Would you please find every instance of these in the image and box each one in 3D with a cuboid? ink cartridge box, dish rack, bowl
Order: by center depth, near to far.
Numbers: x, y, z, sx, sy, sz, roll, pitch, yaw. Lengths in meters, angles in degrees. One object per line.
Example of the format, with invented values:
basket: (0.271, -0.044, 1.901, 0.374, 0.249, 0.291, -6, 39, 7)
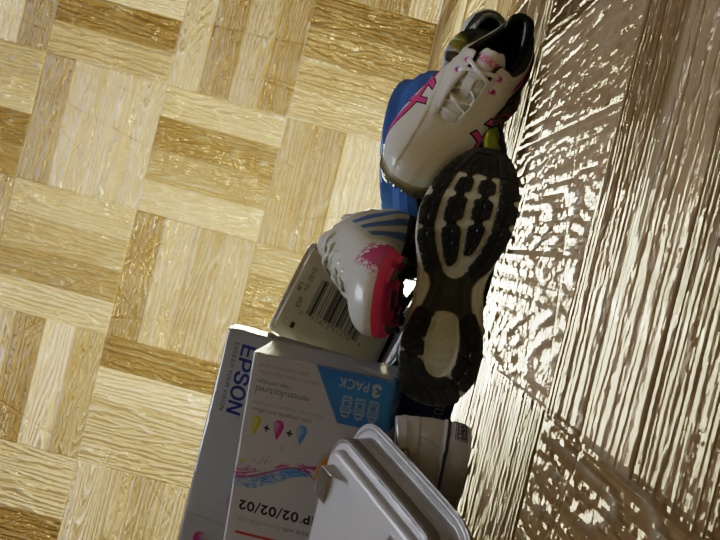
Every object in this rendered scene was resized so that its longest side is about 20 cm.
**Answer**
dish rack: (-0.001, 0.223, 0.733, 0.171, 0.043, 0.204, 39, 120, 56)
ink cartridge box: (-0.039, 0.168, 0.855, 0.068, 0.113, 0.204, -27, -53, -81)
ink cartridge box: (-0.038, 0.167, 0.910, 0.043, 0.196, 0.200, -12, -64, -81)
bowl: (0.062, -0.087, 1.047, 0.200, 0.039, 0.205, 0, -90, -71)

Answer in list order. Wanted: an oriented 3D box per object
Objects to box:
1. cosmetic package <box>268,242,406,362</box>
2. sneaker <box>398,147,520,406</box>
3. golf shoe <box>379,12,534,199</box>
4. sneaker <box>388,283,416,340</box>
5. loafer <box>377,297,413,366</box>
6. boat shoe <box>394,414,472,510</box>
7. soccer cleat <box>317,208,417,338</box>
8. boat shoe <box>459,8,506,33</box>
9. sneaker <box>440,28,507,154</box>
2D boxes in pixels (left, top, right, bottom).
cosmetic package: (-0.023, 0.043, 1.036, 0.088, 0.102, 0.200, -62, 1, -6)
sneaker: (0.074, 0.004, 0.857, 0.089, 0.075, 0.204, 50, -124, -82)
golf shoe: (0.079, -0.139, 0.888, 0.201, 0.072, 0.093, -51, -14, -38)
sneaker: (0.044, 0.087, 1.046, 0.201, 0.069, 0.091, -75, -3, -57)
loafer: (0.052, 0.075, 0.951, 0.063, 0.071, 0.203, -86, 19, -74)
boat shoe: (0.027, 0.198, 0.799, 0.074, 0.064, 0.204, -88, 12, -79)
soccer cleat: (0.000, 0.000, 0.870, 0.200, 0.085, 0.071, -59, -24, -70)
boat shoe: (0.106, -0.178, 1.165, 0.064, 0.069, 0.204, -78, 4, -74)
sneaker: (0.098, -0.135, 1.007, 0.085, 0.073, 0.203, 106, 177, -57)
